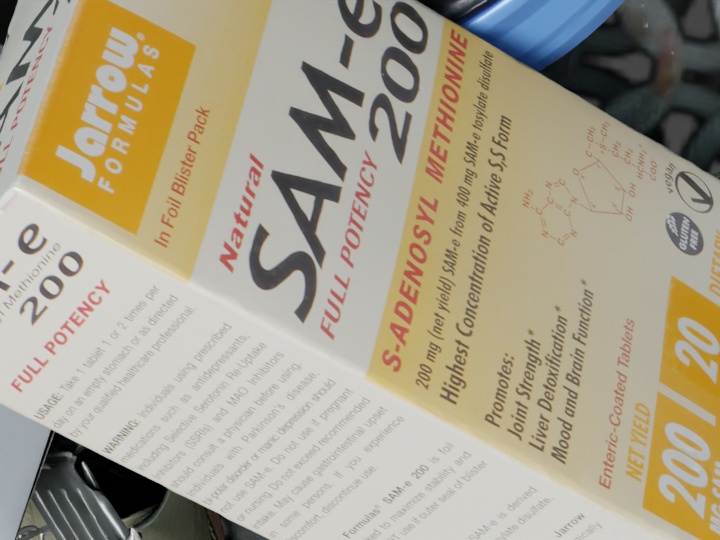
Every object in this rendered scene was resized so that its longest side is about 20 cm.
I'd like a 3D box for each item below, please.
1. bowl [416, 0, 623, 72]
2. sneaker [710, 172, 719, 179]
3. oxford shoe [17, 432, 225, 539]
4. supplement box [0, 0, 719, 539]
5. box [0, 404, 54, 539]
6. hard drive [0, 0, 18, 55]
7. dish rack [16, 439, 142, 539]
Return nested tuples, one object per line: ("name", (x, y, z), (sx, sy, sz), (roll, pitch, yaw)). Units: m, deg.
("bowl", (-0.001, -0.142, 0.724), (0.200, 0.039, 0.201), (-3, 82, 24))
("sneaker", (0.082, 0.008, 0.781), (0.200, 0.085, 0.077), (-17, 103, 10))
("oxford shoe", (-0.081, 0.076, 0.815), (0.071, 0.074, 0.200), (1, 116, 4))
("supplement box", (0.000, 0.000, 0.657), (0.200, 0.126, 0.074), (28, 136, -18))
("box", (-0.199, 0.000, 0.665), (0.200, 0.097, 0.177), (-8, 137, 25))
("hard drive", (-0.187, -0.065, 0.765), (0.200, 0.038, 0.140), (-4, 83, 21))
("dish rack", (-0.094, 0.121, 0.769), (0.055, 0.200, 0.153), (-36, 101, -27))
